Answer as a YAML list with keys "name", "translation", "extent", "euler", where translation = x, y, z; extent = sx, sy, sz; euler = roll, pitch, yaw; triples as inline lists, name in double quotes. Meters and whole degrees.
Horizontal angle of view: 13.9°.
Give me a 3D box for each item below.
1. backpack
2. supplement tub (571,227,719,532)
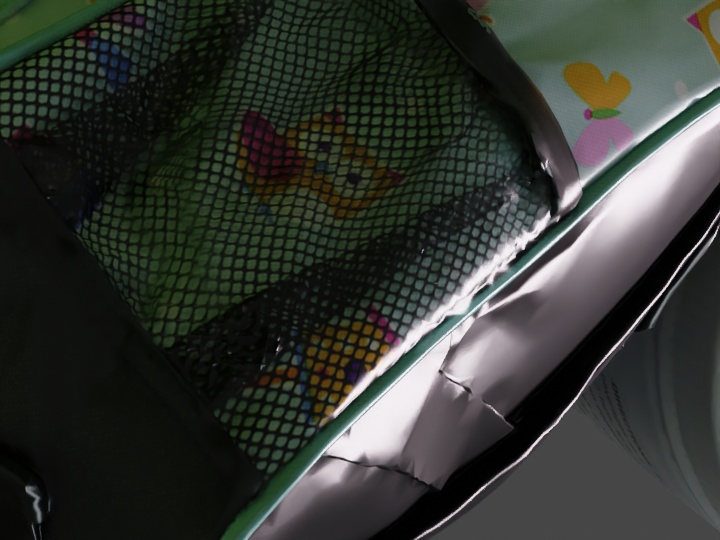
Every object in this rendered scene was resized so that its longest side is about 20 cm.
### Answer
- name: "backpack"
  translation: [-0.024, -0.017, 0.526]
  extent: [0.200, 0.154, 0.176]
  euler: [-30, 170, -32]
- name: "supplement tub"
  translation: [0.089, -0.018, 0.680]
  extent: [0.132, 0.132, 0.200]
  euler: [-45, -149, -2]
